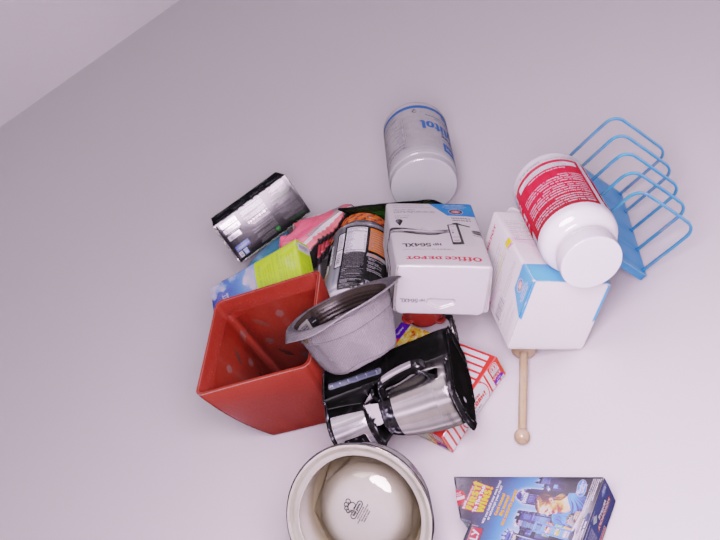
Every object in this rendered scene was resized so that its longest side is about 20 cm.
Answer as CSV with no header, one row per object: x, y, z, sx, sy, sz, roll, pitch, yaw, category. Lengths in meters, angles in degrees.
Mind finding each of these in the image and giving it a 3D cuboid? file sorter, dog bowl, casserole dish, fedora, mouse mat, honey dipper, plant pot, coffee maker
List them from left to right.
-0.179,-0.008,1.700,0.121,0.039,0.200,-40,16,20,casserole dish
-0.122,0.152,1.433,0.199,0.177,0.201,-17,41,19,plant pot
-0.011,0.085,1.245,0.199,0.091,0.177,-18,12,47,fedora
0.006,0.321,1.175,0.199,0.202,0.074,-20,-2,15,dog bowl
0.056,0.173,1.279,0.199,0.136,0.192,-19,16,15,coffee maker
0.079,-0.103,1.601,0.199,0.161,0.008,-2,81,32,mouse mat
0.240,0.165,1.294,0.038,0.038,0.201,-12,47,23,honey dipper
0.408,-0.118,1.360,0.123,0.138,0.201,-45,28,36,file sorter

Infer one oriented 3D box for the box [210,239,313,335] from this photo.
-0.170,0.044,1.546,0.199,0.048,0.123,-28,58,24,box

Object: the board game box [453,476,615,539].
0.192,0.341,1.116,0.199,0.062,0.201,5,52,38,board game box

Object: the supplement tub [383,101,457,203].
0.114,-0.222,1.707,0.131,0.132,0.201,-21,41,14,supplement tub

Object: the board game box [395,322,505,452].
0.101,0.175,1.362,0.199,0.046,0.152,17,61,43,board game box

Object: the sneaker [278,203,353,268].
-0.079,-0.081,1.641,0.086,0.074,0.200,23,37,20,sneaker

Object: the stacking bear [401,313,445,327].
0.105,0.003,1.495,0.120,0.114,0.201,3,54,-2,stacking bear

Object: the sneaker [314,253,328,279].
-0.125,0.017,1.665,0.080,0.071,0.201,-6,38,53,sneaker

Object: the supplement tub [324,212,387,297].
0.000,0.000,1.555,0.122,0.123,0.201,-14,41,21,supplement tub

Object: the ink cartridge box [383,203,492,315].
0.115,-0.022,1.358,0.145,0.085,0.201,1,31,-5,ink cartridge box

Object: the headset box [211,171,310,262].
-0.207,-0.112,1.785,0.174,0.093,0.200,-36,13,-5,headset box

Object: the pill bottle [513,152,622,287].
0.292,-0.070,1.238,0.112,0.113,0.201,-24,37,10,pill bottle

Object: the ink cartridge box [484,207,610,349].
0.264,0.005,1.333,0.124,0.129,0.201,2,37,-15,ink cartridge box
